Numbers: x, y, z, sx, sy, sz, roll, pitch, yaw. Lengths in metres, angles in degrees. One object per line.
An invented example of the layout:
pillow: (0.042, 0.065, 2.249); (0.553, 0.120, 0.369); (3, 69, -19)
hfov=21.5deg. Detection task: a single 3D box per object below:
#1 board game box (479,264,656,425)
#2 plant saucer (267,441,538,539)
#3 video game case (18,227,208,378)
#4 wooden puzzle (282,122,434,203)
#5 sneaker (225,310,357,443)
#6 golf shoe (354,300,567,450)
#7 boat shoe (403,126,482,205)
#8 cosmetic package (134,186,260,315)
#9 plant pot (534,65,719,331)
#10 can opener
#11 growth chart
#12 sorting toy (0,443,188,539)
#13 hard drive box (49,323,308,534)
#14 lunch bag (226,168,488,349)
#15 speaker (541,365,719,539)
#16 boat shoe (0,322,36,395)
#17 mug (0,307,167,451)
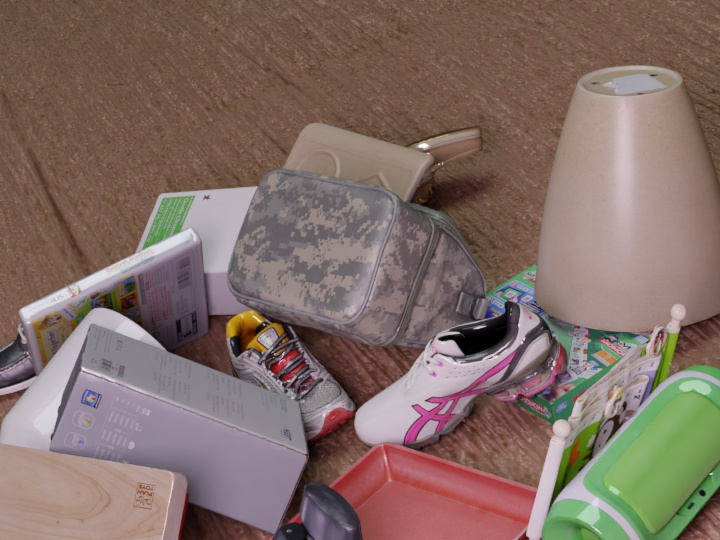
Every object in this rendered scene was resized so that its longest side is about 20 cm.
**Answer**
board game box: (0.167, 0.064, 1.719); (0.134, 0.029, 0.200); (-29, 30, -21)
plant saucer: (0.027, 0.226, 1.506); (0.199, 0.037, 0.200); (13, 42, 44)
video game case: (-0.233, 0.049, 1.835); (0.181, 0.200, 0.023); (-27, 67, -15)
wooden puzzle: (-0.028, -0.046, 1.947); (0.185, 0.046, 0.201); (20, 76, 43)
sneaker: (-0.074, 0.098, 1.745); (0.078, 0.082, 0.200); (-30, 31, -20)
golf shoe: (0.073, 0.087, 1.639); (0.199, 0.092, 0.073); (-28, 36, 17)
boat shoe: (0.045, -0.095, 2.035); (0.199, 0.069, 0.074); (-22, 3, 7)
cosmetic package: (-0.124, -0.019, 1.911); (0.199, 0.085, 0.108); (-4, 55, 37)
plant pot: (0.245, -0.075, 1.700); (0.186, 0.201, 0.187); (-4, 22, 2)
can opener: (-0.009, 0.239, 1.404); (0.063, 0.079, 0.200); (-18, 36, -17)
growth chart: (0.190, 0.127, 1.484); (0.018, 0.145, 0.200); (27, 43, 27)
sorting toy: (-0.219, 0.247, 1.483); (0.199, 0.200, 0.070); (5, -9, 33)
hard drive box: (-0.150, 0.129, 1.591); (0.199, 0.077, 0.156); (21, 10, -8)
lunch bag: (0.000, 0.000, 1.747); (0.199, 0.168, 0.140); (12, 78, 44)
speaker: (0.223, 0.157, 1.455); (0.088, 0.089, 0.200); (9, 38, 41)
boat shoe: (-0.320, 0.068, 1.967); (0.199, 0.061, 0.074); (-23, 29, -8)
mug: (-0.246, 0.149, 1.737); (0.149, 0.187, 0.153); (36, 62, 18)
